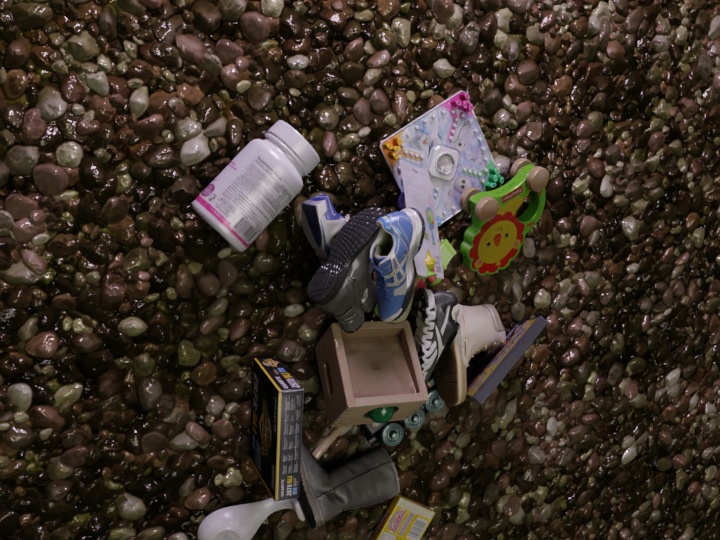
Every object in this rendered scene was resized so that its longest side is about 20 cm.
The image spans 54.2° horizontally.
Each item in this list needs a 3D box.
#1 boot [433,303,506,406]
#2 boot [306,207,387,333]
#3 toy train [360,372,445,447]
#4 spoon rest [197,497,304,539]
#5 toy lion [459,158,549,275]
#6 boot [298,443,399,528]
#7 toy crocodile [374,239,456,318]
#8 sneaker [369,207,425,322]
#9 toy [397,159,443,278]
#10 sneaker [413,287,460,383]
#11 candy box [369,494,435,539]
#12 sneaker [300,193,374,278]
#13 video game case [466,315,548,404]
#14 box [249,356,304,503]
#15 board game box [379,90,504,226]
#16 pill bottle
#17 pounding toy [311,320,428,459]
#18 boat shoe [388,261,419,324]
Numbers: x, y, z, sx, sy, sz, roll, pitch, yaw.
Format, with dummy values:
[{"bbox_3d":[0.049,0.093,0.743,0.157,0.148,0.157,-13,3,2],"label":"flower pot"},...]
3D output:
[{"bbox_3d":[0.216,0.160,1.374,0.154,0.072,0.201,4,74,-35],"label":"boot"},{"bbox_3d":[0.000,0.000,1.207,0.200,0.068,0.131,-55,137,-7],"label":"boot"},{"bbox_3d":[0.075,0.252,1.365,0.200,0.085,0.114,-36,105,-12],"label":"toy train"},{"bbox_3d":[-0.205,0.471,1.314,0.199,0.061,0.100,-19,109,-5],"label":"spoon rest"},{"bbox_3d":[0.277,-0.091,1.365,0.199,0.069,0.192,-30,130,-16],"label":"toy lion"},{"bbox_3d":[-0.033,0.378,1.347,0.199,0.073,0.183,-17,84,-29],"label":"boot"},{"bbox_3d":[0.103,0.020,1.327,0.200,0.062,0.068,-41,115,-10],"label":"toy crocodile"},{"bbox_3d":[0.046,-0.007,1.163,0.077,0.076,0.201,-8,116,-33],"label":"sneaker"},{"bbox_3d":[0.095,-0.083,1.235,0.115,0.047,0.201,7,70,-60],"label":"toy"},{"bbox_3d":[0.140,0.123,1.293,0.090,0.066,0.201,-4,114,-19],"label":"sneaker"},{"bbox_3d":[0.066,0.571,1.468,0.102,0.026,0.201,31,89,-24],"label":"candy box"},{"bbox_3d":[-0.024,-0.053,1.250,0.115,0.080,0.200,-30,116,-22],"label":"sneaker"},{"bbox_3d":[0.278,0.177,1.385,0.025,0.181,0.200,41,84,5],"label":"video game case"},{"bbox_3d":[-0.148,0.270,1.223,0.049,0.160,0.201,-2,105,-22],"label":"box"},{"bbox_3d":[0.159,-0.199,1.317,0.200,0.026,0.201,-34,114,-13],"label":"board game box"},{"bbox_3d":[-0.166,-0.138,1.139,0.200,0.113,0.113,-47,116,-7],"label":"pill bottle"},{"bbox_3d":[0.002,0.212,1.265,0.183,0.142,0.201,0,60,-24],"label":"pounding toy"},{"bbox_3d":[0.080,-0.005,1.272,0.074,0.066,0.201,9,73,4],"label":"boat shoe"}]
